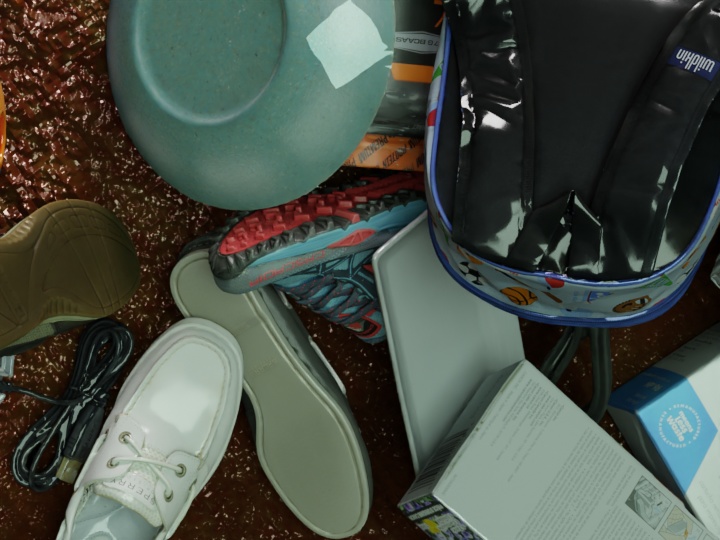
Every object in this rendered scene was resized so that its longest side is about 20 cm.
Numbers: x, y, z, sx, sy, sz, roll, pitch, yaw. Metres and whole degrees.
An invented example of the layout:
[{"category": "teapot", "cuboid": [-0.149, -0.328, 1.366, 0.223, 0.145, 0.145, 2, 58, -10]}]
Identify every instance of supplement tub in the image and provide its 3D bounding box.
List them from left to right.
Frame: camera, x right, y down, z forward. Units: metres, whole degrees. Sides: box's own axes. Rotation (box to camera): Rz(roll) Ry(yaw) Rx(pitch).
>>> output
[{"category": "supplement tub", "cuboid": [0.010, -0.159, 1.556, 0.122, 0.123, 0.200, 3, 94, -13]}]

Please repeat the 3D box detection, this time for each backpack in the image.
[{"category": "backpack", "cuboid": [0.117, -0.066, 1.458, 0.200, 0.154, 0.191, 10, 64, 11]}]

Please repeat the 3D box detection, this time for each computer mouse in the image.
[{"category": "computer mouse", "cuboid": [-0.239, 0.051, 1.556, 0.200, 0.044, 0.110, 21, 94, -19]}]

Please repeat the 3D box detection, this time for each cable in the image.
[{"category": "cable", "cuboid": [0.138, 0.006, 1.591, 0.097, 0.050, 0.200, -2, 126, 14]}]

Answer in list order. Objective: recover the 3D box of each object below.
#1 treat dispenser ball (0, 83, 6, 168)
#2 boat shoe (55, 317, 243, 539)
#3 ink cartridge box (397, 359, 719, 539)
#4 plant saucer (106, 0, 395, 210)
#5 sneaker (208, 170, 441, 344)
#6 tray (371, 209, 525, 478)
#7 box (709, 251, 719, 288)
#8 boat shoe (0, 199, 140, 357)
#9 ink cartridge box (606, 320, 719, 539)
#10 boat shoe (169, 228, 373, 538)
[{"category": "treat dispenser ball", "cuboid": [-0.292, -0.078, 1.450, 0.201, 0.201, 0.201, -1, 94, -13]}, {"category": "boat shoe", "cuboid": [-0.126, 0.123, 1.551, 0.071, 0.069, 0.200, 26, 100, -1]}, {"category": "ink cartridge box", "cuboid": [0.130, 0.159, 1.572, 0.200, 0.050, 0.109, 43, 60, -10]}, {"category": "plant saucer", "cuboid": [-0.074, -0.134, 1.514, 0.039, 0.201, 0.201, 1, 88, -58]}, {"category": "sneaker", "cuboid": [0.000, 0.000, 1.559, 0.200, 0.079, 0.096, -14, 106, -39]}, {"category": "tray", "cuboid": [0.050, 0.040, 1.577, 0.107, 0.022, 0.200, -40, 135, -32]}, {"category": "box", "cuboid": [0.303, -0.018, 1.613, 0.158, 0.050, 0.200, 40, 45, -13]}, {"category": "boat shoe", "cuboid": [-0.195, 0.009, 1.508, 0.065, 0.200, 0.073, -22, 89, 29]}, {"category": "ink cartridge box", "cuboid": [0.267, 0.076, 1.660, 0.200, 0.068, 0.116, -33, 100, -9]}, {"category": "boat shoe", "cuboid": [-0.044, 0.063, 1.593, 0.067, 0.057, 0.200, -23, 105, 24]}]
